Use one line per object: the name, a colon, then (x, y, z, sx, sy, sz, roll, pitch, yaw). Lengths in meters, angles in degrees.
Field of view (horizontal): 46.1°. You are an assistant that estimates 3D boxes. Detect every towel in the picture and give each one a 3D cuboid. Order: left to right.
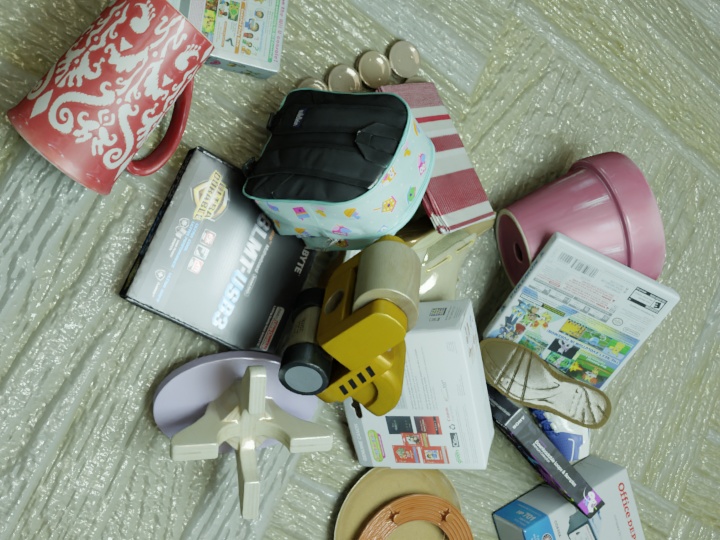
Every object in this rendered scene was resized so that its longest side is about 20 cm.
towel: (0.097, -0.148, 1.091, 0.143, 0.023, 0.202, -20, 84, -54)

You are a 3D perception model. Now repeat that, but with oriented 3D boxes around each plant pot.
plant pot: (0.049, 0.353, 1.150, 0.197, 0.027, 0.204, -1, 92, -25)
plant pot: (0.293, -0.048, 1.181, 0.176, 0.200, 0.203, -16, 98, -8)

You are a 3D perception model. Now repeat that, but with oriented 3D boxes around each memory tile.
memory tile: (0.014, -0.209, 1.130, 0.198, 0.017, 0.155, -27, 102, -22)

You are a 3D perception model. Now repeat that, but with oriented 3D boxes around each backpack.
backpack: (-0.013, -0.114, 0.977, 0.153, 0.198, 0.178, 48, 56, -39)

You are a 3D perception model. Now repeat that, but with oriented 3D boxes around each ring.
ring: (0.075, 0.404, 1.138, 0.197, 0.019, 0.204, -1, 92, -25)

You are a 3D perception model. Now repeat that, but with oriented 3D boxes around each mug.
mug: (-0.258, -0.201, 0.923, 0.133, 0.178, 0.201, 41, 94, 3)

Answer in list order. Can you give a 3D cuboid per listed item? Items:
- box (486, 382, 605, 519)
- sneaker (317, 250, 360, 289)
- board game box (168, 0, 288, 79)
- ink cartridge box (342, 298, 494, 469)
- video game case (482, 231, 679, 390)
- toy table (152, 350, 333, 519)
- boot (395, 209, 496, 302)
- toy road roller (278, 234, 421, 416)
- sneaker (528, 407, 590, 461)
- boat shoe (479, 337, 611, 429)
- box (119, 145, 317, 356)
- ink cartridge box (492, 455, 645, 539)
box: (0.238, 0.242, 1.173, 0.036, 0.143, 0.200, -42, 107, -4)
sneaker: (0.000, 0.000, 1.094, 0.087, 0.075, 0.203, 14, 87, -29)
board game box: (-0.187, -0.325, 1.006, 0.197, 0.064, 0.150, 9, 88, -24)
ink cartridge box: (0.068, 0.148, 1.082, 0.084, 0.173, 0.203, -57, 138, -60)
video game case: (0.293, 0.061, 1.135, 0.198, 0.022, 0.183, 24, 119, -14)
toy table: (-0.137, 0.179, 0.987, 0.197, 0.117, 0.187, -11, 113, -14)
boot: (0.118, 0.002, 1.152, 0.199, 0.072, 0.158, -25, 116, -44)
toy road roller: (0.013, 0.074, 0.946, 0.145, 0.199, 0.124, 37, 36, -23)
sneaker: (0.252, 0.179, 1.222, 0.114, 0.080, 0.203, -12, 89, -21)
boat shoe: (0.238, 0.155, 1.142, 0.198, 0.065, 0.074, 30, 82, 0)
box: (-0.160, -0.015, 1.033, 0.197, 0.050, 0.202, 29, 80, -22)
ink cartridge box: (0.310, 0.387, 1.243, 0.198, 0.086, 0.149, -22, 100, -22)
